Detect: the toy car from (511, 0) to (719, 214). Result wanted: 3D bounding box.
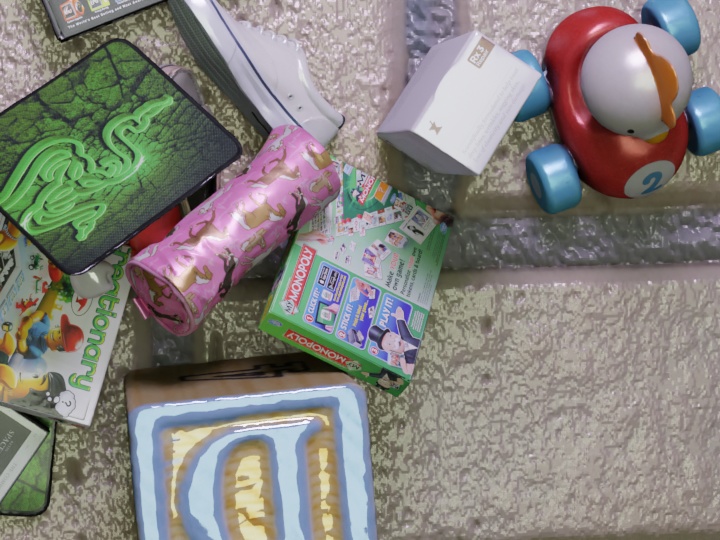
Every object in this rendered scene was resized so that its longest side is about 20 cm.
[{"bbox_3d":[0.237,-0.145,1.501,0.184,0.200,0.177,-21,98,-6],"label":"toy car"}]

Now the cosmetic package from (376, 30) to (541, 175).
[{"bbox_3d":[0.080,-0.139,1.477,0.074,0.200,0.102,32,90,-10],"label":"cosmetic package"}]

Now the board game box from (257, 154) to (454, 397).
[{"bbox_3d":[0.000,0.000,1.499,0.134,0.029,0.200,26,47,-9],"label":"board game box"}]

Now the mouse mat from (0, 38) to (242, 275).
[{"bbox_3d":[-0.216,-0.098,1.429,0.161,0.008,0.200,42,61,14],"label":"mouse mat"}]

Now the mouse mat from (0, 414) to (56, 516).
[{"bbox_3d":[-0.346,0.114,1.527,0.161,0.008,0.200,5,93,-9],"label":"mouse mat"}]

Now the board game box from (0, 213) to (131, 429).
[{"bbox_3d":[-0.268,0.024,1.500,0.126,0.035,0.200,16,78,-10],"label":"board game box"}]

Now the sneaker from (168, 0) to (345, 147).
[{"bbox_3d":[-0.089,-0.182,1.512,0.071,0.073,0.200,-46,118,-15],"label":"sneaker"}]

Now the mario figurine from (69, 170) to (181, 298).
[{"bbox_3d":[-0.249,-0.049,1.462,0.200,0.106,0.124,17,93,-11],"label":"mario figurine"}]

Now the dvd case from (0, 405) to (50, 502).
[{"bbox_3d":[-0.393,0.144,1.499,0.200,0.025,0.150,35,89,-8],"label":"dvd case"}]

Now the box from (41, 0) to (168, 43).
[{"bbox_3d":[-0.197,-0.307,1.498,0.200,0.049,0.161,-21,96,-7],"label":"box"}]

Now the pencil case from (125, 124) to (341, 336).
[{"bbox_3d":[-0.105,-0.034,1.436,0.083,0.087,0.200,34,61,21],"label":"pencil case"}]

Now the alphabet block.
[{"bbox_3d":[-0.097,0.182,1.480,0.196,0.200,0.196,-4,95,-8],"label":"alphabet block"}]

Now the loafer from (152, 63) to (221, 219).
[{"bbox_3d":[-0.144,-0.080,1.509,0.072,0.063,0.200,-11,101,-44],"label":"loafer"}]
